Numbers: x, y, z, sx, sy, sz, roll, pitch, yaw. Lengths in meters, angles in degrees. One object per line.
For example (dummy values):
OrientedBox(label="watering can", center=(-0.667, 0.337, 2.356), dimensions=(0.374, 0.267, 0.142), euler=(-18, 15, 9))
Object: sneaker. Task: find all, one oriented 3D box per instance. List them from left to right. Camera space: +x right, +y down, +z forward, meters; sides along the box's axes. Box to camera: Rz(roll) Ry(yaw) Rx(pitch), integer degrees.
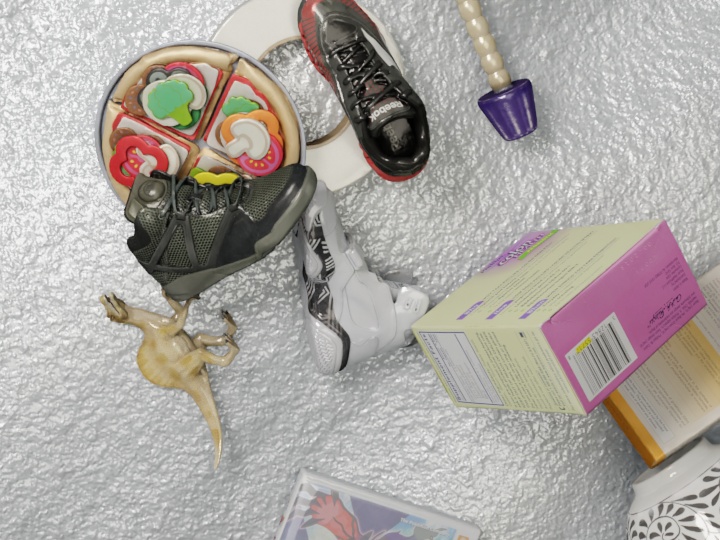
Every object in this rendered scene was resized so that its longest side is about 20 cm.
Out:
OrientedBox(label="sneaker", center=(-0.136, -0.054, 1.369), dimensions=(0.199, 0.076, 0.114), euler=(-28, 123, 33))
OrientedBox(label="sneaker", center=(0.000, 0.000, 1.461), dimensions=(0.115, 0.075, 0.200), euler=(-11, 115, -10))
OrientedBox(label="sneaker", center=(0.009, -0.169, 1.389), dimensions=(0.071, 0.098, 0.200), euler=(-29, 103, -3))

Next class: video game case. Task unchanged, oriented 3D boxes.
OrientedBox(label="video game case", center=(0.000, 0.315, 1.550), dimensions=(0.200, 0.023, 0.182), euler=(20, 96, -13))

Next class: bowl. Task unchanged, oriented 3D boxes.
OrientedBox(label="bowl", center=(0.334, 0.228, 1.522), dimensions=(0.201, 0.201, 0.094), euler=(-34, 84, -3))

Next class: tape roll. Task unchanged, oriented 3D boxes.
OrientedBox(label="tape roll", center=(-0.057, -0.170, 1.445), dimensions=(0.203, 0.037, 0.203), euler=(-2, 101, -10))

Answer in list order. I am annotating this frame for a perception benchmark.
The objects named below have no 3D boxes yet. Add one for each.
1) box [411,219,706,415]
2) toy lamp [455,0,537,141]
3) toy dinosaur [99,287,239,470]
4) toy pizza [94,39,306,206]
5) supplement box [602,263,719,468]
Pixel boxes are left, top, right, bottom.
OrientedBox(label="box", center=(0.181, 0.043, 1.414), dimensions=(0.176, 0.200, 0.097), euler=(-38, 108, -28))
OrientedBox(label="toy lamp", center=(0.116, -0.220, 1.457), dimensions=(0.058, 0.058, 0.200), euler=(-27, 101, -4))
OrientedBox(label="toy dinosaur", center=(-0.164, 0.084, 1.472), dimensions=(0.101, 0.058, 0.200), euler=(-35, 97, 13))
OrientedBox(label="toy pizza", center=(-0.150, -0.114, 1.407), dimensions=(0.200, 0.032, 0.200), euler=(3, 115, 6))
OrientedBox(label="supplement box", center=(0.336, 0.089, 1.519), dimensions=(0.200, 0.074, 0.126), euler=(-34, 75, -2))
